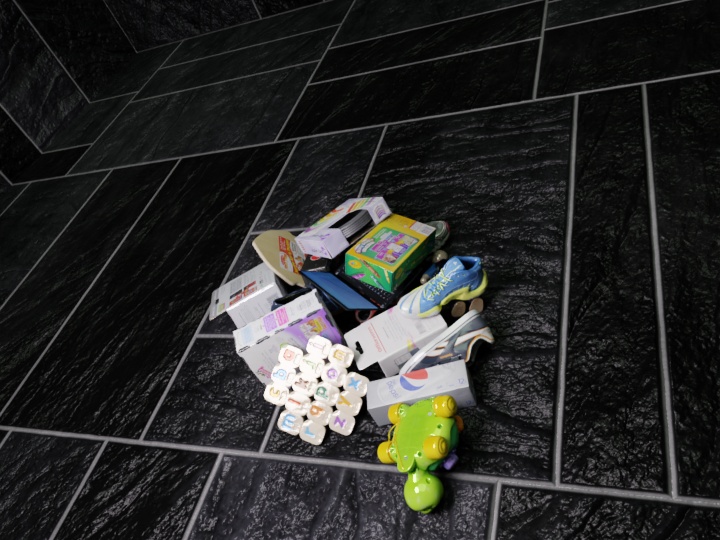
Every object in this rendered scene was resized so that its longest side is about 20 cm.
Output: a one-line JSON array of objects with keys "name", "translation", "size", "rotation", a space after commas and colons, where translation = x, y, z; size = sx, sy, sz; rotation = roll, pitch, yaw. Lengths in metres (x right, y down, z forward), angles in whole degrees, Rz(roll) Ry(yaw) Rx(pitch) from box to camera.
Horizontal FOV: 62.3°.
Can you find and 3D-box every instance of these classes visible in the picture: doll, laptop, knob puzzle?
[{"name": "doll", "translation": [0.199, 0.018, 1.321], "size": [0.136, 0.049, 0.200], "rotation": [-9, 39, -7]}, {"name": "laptop", "translation": [0.000, 0.000, 1.309], "size": [0.200, 0.103, 0.177], "rotation": [-45, 52, -13]}, {"name": "knob puzzle", "translation": [-0.183, -0.028, 1.489], "size": [0.030, 0.219, 0.220], "rotation": [-49, 32, 29]}]

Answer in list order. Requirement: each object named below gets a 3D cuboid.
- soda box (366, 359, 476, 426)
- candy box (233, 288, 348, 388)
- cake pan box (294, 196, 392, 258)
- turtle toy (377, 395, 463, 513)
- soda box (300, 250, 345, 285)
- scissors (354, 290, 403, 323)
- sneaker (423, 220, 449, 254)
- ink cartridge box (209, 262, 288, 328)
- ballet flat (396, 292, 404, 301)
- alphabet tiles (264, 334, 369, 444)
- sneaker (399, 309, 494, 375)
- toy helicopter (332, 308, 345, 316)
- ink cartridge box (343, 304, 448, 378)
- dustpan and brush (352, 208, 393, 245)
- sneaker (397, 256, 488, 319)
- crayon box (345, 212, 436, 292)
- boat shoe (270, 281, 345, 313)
[{"name": "soda box", "translation": [0.114, 0.235, 1.136], "size": [0.199, 0.068, 0.064], "rotation": [-16, 42, 13]}, {"name": "candy box", "translation": [-0.143, 0.157, 1.273], "size": [0.199, 0.168, 0.072], "rotation": [-27, 40, -1]}, {"name": "cake pan box", "translation": [-0.043, -0.102, 1.398], "size": [0.184, 0.052, 0.200], "rotation": [-39, 20, -16]}, {"name": "turtle toy", "translation": [0.112, 0.312, 1.032], "size": [0.145, 0.101, 0.200], "rotation": [-21, 38, 43]}, {"name": "soda box", "translation": [-0.090, -0.027, 1.475], "size": [0.070, 0.064, 0.200], "rotation": [-12, 27, 16]}, {"name": "scissors", "translation": [0.062, 0.062, 1.324], "size": [0.199, 0.073, 0.014], "rotation": [-21, 0, 23]}, {"name": "sneaker", "translation": [0.118, -0.077, 1.440], "size": [0.199, 0.075, 0.081], "rotation": [-17, 51, 9]}, {"name": "ink cartridge box", "translation": [-0.268, 0.072, 1.443], "size": [0.175, 0.084, 0.200], "rotation": [-29, 20, -1]}, {"name": "ballet flat", "translation": [0.048, 0.004, 1.402], "size": [0.071, 0.069, 0.200], "rotation": [-50, 41, -6]}, {"name": "alphabet tiles", "translation": [-0.088, 0.237, 1.192], "size": [0.195, 0.015, 0.201], "rotation": [20, 85, 12]}, {"name": "sneaker", "translation": [0.171, 0.167, 1.164], "size": [0.200, 0.078, 0.079], "rotation": [-40, 69, 6]}, {"name": "toy helicopter", "translation": [-0.092, 0.096, 1.398], "size": [0.199, 0.079, 0.132], "rotation": [-20, 32, -8]}, {"name": "ink cartridge box", "translation": [0.078, 0.143, 1.248], "size": [0.199, 0.067, 0.117], "rotation": [-27, 42, -1]}, {"name": "dustpan and brush", "translation": [-0.015, -0.094, 1.473], "size": [0.139, 0.057, 0.200], "rotation": [-19, 29, 40]}, {"name": "sneaker", "translation": [0.163, 0.023, 1.206], "size": [0.199, 0.105, 0.076], "rotation": [-21, 42, -13]}, {"name": "crayon box", "translation": [0.069, -0.044, 1.310], "size": [0.118, 0.058, 0.200], "rotation": [22, 42, 25]}, {"name": "boat shoe", "translation": [-0.104, 0.066, 1.321], "size": [0.200, 0.069, 0.084], "rotation": [-27, 47, -33]}]
